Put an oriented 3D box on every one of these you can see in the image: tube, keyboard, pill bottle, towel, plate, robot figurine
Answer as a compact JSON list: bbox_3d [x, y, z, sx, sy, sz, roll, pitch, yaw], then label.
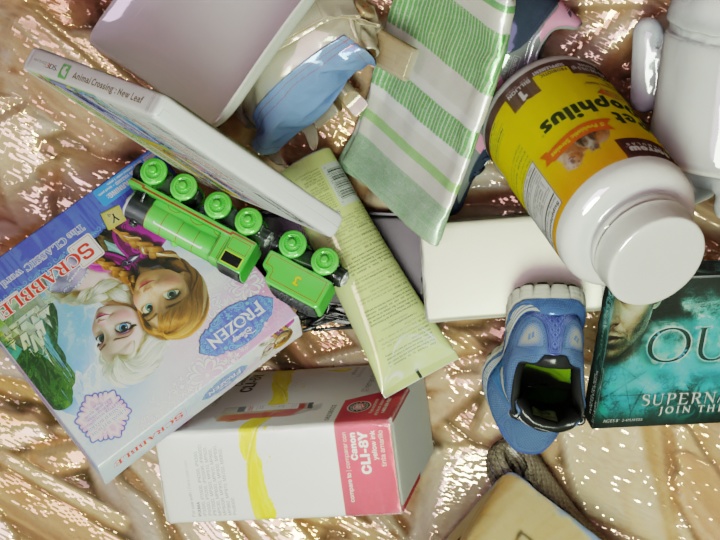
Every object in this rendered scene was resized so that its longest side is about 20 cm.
[{"bbox_3d":[0.000,0.000,1.672,0.058,0.052,0.201,-31,85,13],"label":"tube"},{"bbox_3d":[-0.023,0.003,1.721,0.199,0.040,0.105,2,91,8],"label":"keyboard"},{"bbox_3d":[0.174,-0.065,1.542,0.109,0.200,0.110,-14,132,-16],"label":"pill bottle"},{"bbox_3d":[0.051,-0.142,1.614,0.023,0.153,0.201,6,113,-34],"label":"towel"},{"bbox_3d":[-0.099,-0.216,1.595,0.200,0.032,0.200,-54,44,1],"label":"plate"},{"bbox_3d":[0.279,-0.142,1.565,0.169,0.113,0.201,15,109,25],"label":"robot figurine"}]

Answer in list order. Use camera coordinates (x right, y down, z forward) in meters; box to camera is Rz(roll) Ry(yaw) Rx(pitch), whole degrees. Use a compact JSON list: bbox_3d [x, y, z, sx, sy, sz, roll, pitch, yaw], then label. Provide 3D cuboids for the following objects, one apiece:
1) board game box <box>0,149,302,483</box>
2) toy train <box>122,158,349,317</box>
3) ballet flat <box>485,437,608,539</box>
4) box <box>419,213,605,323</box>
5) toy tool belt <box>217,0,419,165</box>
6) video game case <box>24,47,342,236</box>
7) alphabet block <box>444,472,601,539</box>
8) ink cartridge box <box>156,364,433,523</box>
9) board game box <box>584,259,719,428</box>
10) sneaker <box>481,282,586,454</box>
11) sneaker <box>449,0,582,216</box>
[{"bbox_3d":[-0.184,0.032,1.668,0.200,0.041,0.200,-38,69,-13],"label":"board game box"},{"bbox_3d":[-0.102,-0.025,1.648,0.199,0.042,0.057,27,79,14],"label":"toy train"},{"bbox_3d":[0.170,0.224,1.726,0.067,0.046,0.200,-34,95,18],"label":"ballet flat"},{"bbox_3d":[0.149,-0.007,1.642,0.199,0.068,0.083,-3,95,9],"label":"box"},{"bbox_3d":[-0.057,-0.143,1.638,0.200,0.125,0.123,-43,84,20],"label":"toy tool belt"},{"bbox_3d":[-0.132,-0.097,1.561,0.182,0.200,0.022,23,83,48],"label":"video game case"},{"bbox_3d":[0.115,0.323,1.664,0.196,0.200,0.196,36,126,2],"label":"alphabet block"},{"bbox_3d":[-0.053,0.139,1.701,0.199,0.145,0.084,-5,106,13],"label":"ink cartridge box"},{"bbox_3d":[0.277,0.055,1.608,0.199,0.028,0.136,-2,119,-14],"label":"board game box"},{"bbox_3d":[0.135,0.095,1.626,0.078,0.090,0.200,2,147,1],"label":"sneaker"},{"bbox_3d":[0.110,-0.125,1.632,0.082,0.070,0.201,20,111,5],"label":"sneaker"}]
